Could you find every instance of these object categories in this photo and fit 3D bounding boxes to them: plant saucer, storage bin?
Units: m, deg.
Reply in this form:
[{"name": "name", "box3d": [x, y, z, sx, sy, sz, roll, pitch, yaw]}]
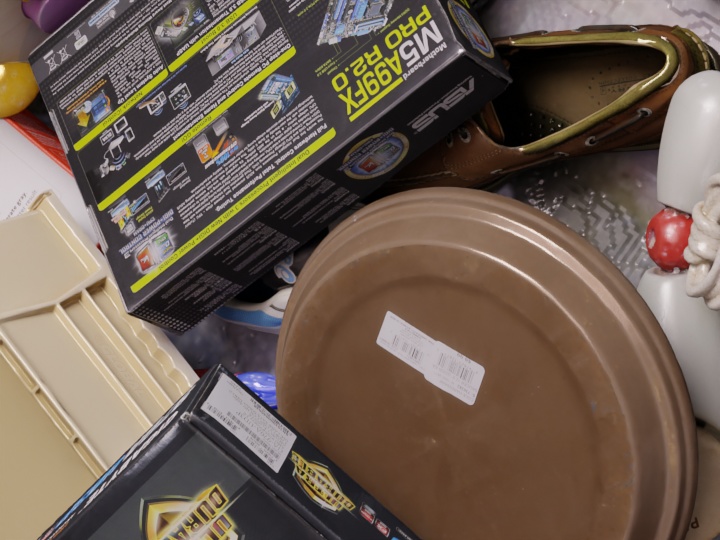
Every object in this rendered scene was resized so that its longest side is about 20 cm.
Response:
[{"name": "plant saucer", "box3d": [0.042, 0.065, 0.930, 0.200, 0.029, 0.200, 13, 113, 32]}, {"name": "storage bin", "box3d": [-0.166, 0.107, 1.059, 0.199, 0.094, 0.200, 50, 121, 12]}]

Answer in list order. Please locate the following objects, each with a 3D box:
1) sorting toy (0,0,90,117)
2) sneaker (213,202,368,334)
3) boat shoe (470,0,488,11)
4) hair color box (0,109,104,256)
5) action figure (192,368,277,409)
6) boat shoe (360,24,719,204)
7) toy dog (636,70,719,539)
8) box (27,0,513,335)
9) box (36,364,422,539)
[{"name": "sorting toy", "box3d": [-0.182, -0.165, 1.058, 0.200, 0.180, 0.107, -44, 75, 2]}, {"name": "sneaker", "box3d": [0.000, 0.000, 1.051, 0.200, 0.072, 0.072, 2, 85, 27]}, {"name": "boat shoe", "box3d": [0.068, -0.164, 1.049, 0.200, 0.076, 0.060, -38, 65, 29]}, {"name": "hair color box", "box3d": [-0.200, -0.039, 1.166, 0.200, 0.061, 0.102, 39, 99, 26]}, {"name": "action figure", "box3d": [0.012, 0.071, 1.045, 0.200, 0.099, 0.065, -4, 82, 49]}, {"name": "boat shoe", "box3d": [0.063, -0.077, 1.034, 0.200, 0.068, 0.072, -15, 76, 25]}, {"name": "toy dog", "box3d": [0.157, 0.027, 0.950, 0.132, 0.096, 0.200, -102, 25, -56]}, {"name": "box", "box3d": [-0.048, -0.092, 1.035, 0.200, 0.044, 0.160, -38, 58, 19]}, {"name": "box", "box3d": [-0.065, 0.156, 0.946, 0.159, 0.046, 0.200, 42, 119, -7]}]
